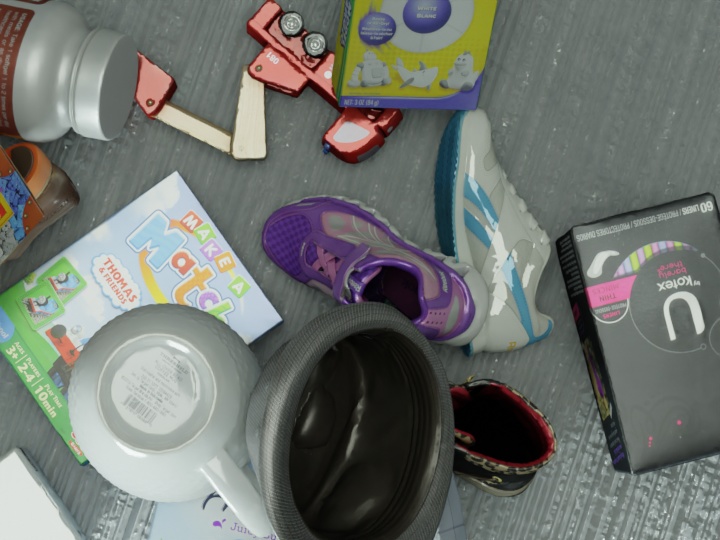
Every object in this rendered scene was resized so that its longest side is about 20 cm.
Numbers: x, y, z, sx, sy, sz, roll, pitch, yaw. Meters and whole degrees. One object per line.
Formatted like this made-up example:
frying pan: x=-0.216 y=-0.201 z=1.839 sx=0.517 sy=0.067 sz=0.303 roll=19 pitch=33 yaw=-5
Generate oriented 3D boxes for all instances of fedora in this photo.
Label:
fedora: x=-0.021 y=0.121 z=1.491 sx=0.176 sy=0.090 sz=0.201 roll=5 pitch=88 yaw=-39

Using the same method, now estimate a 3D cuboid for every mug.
mug: x=-0.127 y=0.116 z=1.560 sx=0.148 sy=0.175 sz=0.200 roll=-40 pitch=85 yaw=-5

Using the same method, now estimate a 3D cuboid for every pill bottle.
pill bottle: x=-0.281 y=-0.162 z=1.652 sx=0.199 sy=0.112 sz=0.113 roll=13 pitch=85 yaw=12

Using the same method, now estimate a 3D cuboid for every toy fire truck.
toy fire truck: x=-0.081 y=-0.139 z=1.706 sx=0.200 sy=0.049 sz=0.141 roll=41 pitch=86 yaw=1

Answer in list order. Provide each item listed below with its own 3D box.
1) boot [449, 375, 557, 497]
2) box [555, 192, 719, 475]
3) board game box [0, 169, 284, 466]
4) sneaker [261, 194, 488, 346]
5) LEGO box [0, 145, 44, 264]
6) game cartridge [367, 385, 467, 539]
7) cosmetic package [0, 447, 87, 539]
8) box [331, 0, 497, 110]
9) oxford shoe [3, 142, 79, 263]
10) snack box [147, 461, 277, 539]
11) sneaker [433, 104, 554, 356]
boot: x=0.059 y=0.111 z=1.638 sx=0.200 sy=0.151 sz=0.073 roll=30 pitch=78 yaw=-1
box: x=0.240 y=0.052 z=1.674 sx=0.122 sy=0.106 sz=0.201 roll=-15 pitch=87 yaw=-2
board game box: x=-0.185 y=0.038 z=1.697 sx=0.200 sy=0.037 sz=0.152 roll=-36 pitch=87 yaw=-5
sneaker: x=0.000 y=0.000 z=1.653 sx=0.200 sy=0.088 sz=0.081 roll=25 pitch=109 yaw=25
LEGO box: x=-0.365 y=-0.033 z=1.597 sx=0.149 sy=0.199 sz=0.077 roll=-51 pitch=133 yaw=-28
game cartridge: x=0.009 y=0.153 z=1.590 sx=0.133 sy=0.041 sz=0.201 roll=-26 pitch=80 yaw=38
cosmetic package: x=-0.321 y=0.235 z=1.661 sx=0.200 sy=0.074 sz=0.102 roll=-34 pitch=88 yaw=-6
box: x=0.048 y=-0.218 z=1.615 sx=0.117 sy=0.048 sz=0.201 roll=0 pitch=126 yaw=-12
oxford shoe: x=-0.312 y=-0.018 z=1.681 sx=0.200 sy=0.073 sz=0.071 roll=-33 pitch=48 yaw=15
snack box: x=-0.066 y=0.214 z=1.671 sx=0.199 sy=0.068 sz=0.169 roll=15 pitch=84 yaw=-2
sneaker: x=0.107 y=-0.035 z=1.698 sx=0.080 sy=0.077 sz=0.201 roll=-7 pitch=93 yaw=-9
